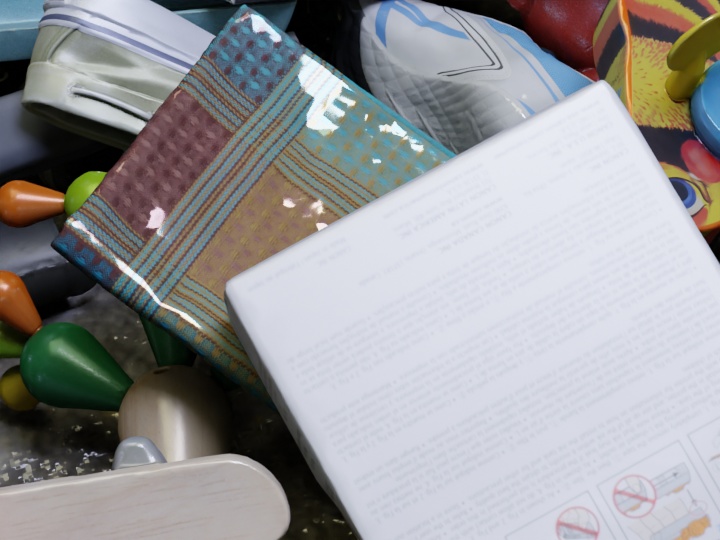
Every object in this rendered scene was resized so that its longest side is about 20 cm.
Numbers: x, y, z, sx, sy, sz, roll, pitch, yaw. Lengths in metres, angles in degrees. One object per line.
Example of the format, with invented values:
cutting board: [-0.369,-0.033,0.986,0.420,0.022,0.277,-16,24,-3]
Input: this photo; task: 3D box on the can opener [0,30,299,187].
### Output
can opener: [-0.103,-0.058,1.103,0.200,0.067,0.053,-24,-3,-35]

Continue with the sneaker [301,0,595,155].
sneaker: [0.041,-0.088,1.135,0.072,0.072,0.200,-16,33,-32]

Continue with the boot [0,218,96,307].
boot: [-0.216,-0.026,1.126,0.138,0.078,0.200,-21,51,-19]

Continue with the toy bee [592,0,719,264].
toy bee: [0.121,-0.048,0.969,0.108,0.131,0.200,-2,40,-18]

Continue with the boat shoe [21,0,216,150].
boat shoe: [-0.051,-0.056,1.070,0.199,0.072,0.062,25,78,-12]

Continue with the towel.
towel: [0.000,0.000,0.958,0.200,0.022,0.147,36,54,-2]

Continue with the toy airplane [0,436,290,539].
toy airplane: [-0.151,0.115,0.856,0.199,0.141,0.200,27,75,12]

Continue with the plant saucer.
plant saucer: [-0.128,-0.112,1.125,0.199,0.019,0.070,-5,19,-2]

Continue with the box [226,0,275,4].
box: [-0.042,-0.181,1.185,0.193,0.048,0.200,-8,27,-39]

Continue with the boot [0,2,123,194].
boot: [-0.165,-0.128,1.215,0.153,0.074,0.204,13,46,13]

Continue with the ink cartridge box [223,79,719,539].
ink cartridge box: [0.066,0.056,0.887,0.160,0.047,0.200,-28,80,-7]

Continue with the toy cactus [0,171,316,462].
toy cactus: [-0.077,0.034,1.001,0.199,0.102,0.166,-4,57,1]

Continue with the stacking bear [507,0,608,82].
stacking bear: [0.156,-0.161,1.160,0.200,0.122,0.114,-41,6,-16]
